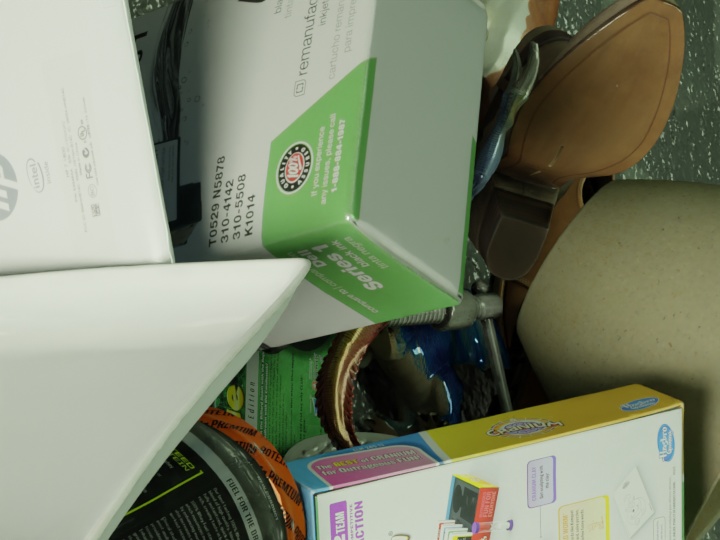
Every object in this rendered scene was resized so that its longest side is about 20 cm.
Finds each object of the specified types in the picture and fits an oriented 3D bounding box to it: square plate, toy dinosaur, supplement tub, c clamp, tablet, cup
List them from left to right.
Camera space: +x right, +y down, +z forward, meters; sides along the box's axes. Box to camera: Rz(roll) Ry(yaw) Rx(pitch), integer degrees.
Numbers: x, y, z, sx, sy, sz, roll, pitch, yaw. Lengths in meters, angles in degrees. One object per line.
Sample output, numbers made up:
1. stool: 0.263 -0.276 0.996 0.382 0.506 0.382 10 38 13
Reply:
1. square plate: -0.137 0.061 0.724 0.198 0.199 0.029 -53 131 -50
2. tablet: -0.130 -0.038 0.826 0.014 0.130 0.201 -8 87 -50
3. supplement tub: -0.113 0.127 0.808 0.200 0.122 0.123 -23 100 -56
4. c clamp: 0.000 0.000 1.031 0.199 0.027 0.172 4 69 -42
5. toy dinosaur: 0.012 -0.032 1.018 0.181 0.105 0.201 -29 138 -70
6. cup: 0.170 0.032 1.097 0.200 0.143 0.201 -50 162 -22

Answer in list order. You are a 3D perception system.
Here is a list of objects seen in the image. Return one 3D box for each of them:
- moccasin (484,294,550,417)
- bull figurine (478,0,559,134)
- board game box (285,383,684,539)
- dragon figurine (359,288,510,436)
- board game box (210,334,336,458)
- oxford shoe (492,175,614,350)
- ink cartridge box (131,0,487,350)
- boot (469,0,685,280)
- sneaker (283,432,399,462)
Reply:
1. moccasin: 0.107 0.100 1.172 0.077 0.074 0.202 25 59 -7
2. bull figurine: 0.081 -0.155 1.219 0.122 0.065 0.201 78 27 -52
3. board game box: 0.059 0.146 0.939 0.199 0.040 0.154 -10 106 -27
4. dragon figurine: 0.040 0.045 1.114 0.099 0.059 0.201 -44 109 -43
5. board game box: -0.047 0.023 1.031 0.105 0.023 0.201 26 59 -52
6. oxford shoe: 0.126 0.013 1.255 0.071 0.071 0.201 31 57 -51
7. ink cartridge box: -0.050 -0.046 0.889 0.084 0.199 0.147 33 53 -43
8. boot: 0.106 -0.092 1.087 0.070 0.200 0.146 26 30 -13
9. sneaker: 0.046 0.140 1.021 0.199 0.080 0.079 12 41 -15
